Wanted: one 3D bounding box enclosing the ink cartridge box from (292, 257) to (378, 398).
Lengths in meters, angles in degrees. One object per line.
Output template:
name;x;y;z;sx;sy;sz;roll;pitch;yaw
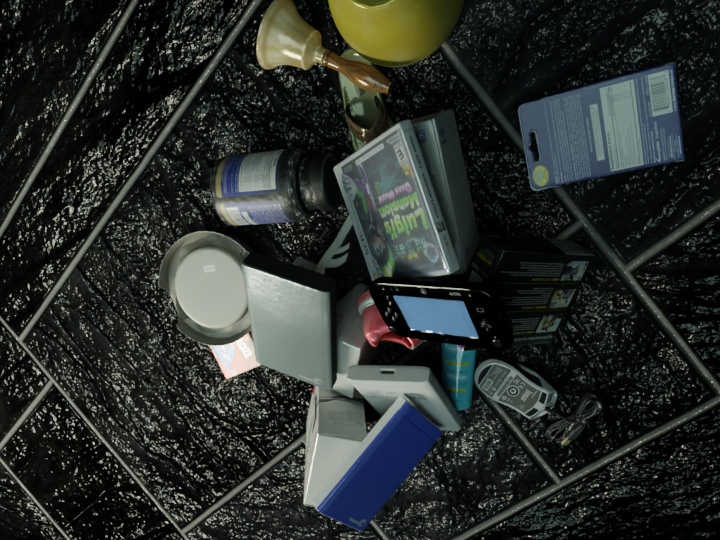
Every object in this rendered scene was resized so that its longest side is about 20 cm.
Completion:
ink cartridge box;-0.070;0.087;0.946;0.195;0.130;0.128;21;135;13

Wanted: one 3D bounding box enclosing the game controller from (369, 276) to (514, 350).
game controller;0.099;0.052;0.735;0.196;0.043;0.105;2;141;41

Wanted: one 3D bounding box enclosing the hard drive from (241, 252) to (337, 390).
hard drive;-0.099;0.079;0.841;0.135;0.033;0.205;17;133;17

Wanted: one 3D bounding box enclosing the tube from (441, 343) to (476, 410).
tube;0.161;0.122;0.938;0.075;0.050;0.208;2;104;11

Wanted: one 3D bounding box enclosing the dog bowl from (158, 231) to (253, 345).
dog bowl;-0.259;0.027;1.031;0.192;0.059;0.208;2;103;7

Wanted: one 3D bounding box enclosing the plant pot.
plant pot;0.033;-0.378;0.741;0.193;0.142;0.208;4;104;15

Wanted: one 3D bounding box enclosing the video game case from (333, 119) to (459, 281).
video game case;0.039;-0.076;0.759;0.199;0.023;0.187;-13;98;63

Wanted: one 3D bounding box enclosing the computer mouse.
computer mouse;0.275;0.195;0.921;0.196;0.044;0.111;31;120;2

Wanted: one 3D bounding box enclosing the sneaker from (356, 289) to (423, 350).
sneaker;0.092;0.079;0.863;0.192;0.089;0.075;-1;147;-6

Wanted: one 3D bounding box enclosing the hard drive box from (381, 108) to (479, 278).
hard drive box;0.106;-0.111;0.813;0.074;0.156;0.207;-9;104;22

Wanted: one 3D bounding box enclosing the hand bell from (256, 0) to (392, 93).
hand bell;-0.041;-0.303;0.825;0.196;0.104;0.107;28;116;11

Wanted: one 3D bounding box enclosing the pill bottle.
pill bottle;-0.132;-0.133;0.918;0.193;0.112;0.116;-1;108;20

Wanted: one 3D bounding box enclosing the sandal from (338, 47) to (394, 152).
sandal;0.008;-0.228;0.861;0.078;0.057;0.207;-17;99;20

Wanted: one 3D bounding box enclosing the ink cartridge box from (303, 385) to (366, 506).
ink cartridge box;-0.045;0.268;0.967;0.080;0.201;0.151;9;113;-8

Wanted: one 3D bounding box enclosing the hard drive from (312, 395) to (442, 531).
hard drive;0.031;0.298;0.876;0.201;0.132;0.025;-49;44;-3

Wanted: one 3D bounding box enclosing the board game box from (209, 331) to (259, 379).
board game box;-0.262;0.101;1.100;0.101;0.019;0.205;-22;99;24

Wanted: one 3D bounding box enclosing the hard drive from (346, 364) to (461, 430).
hard drive;0.074;0.202;0.900;0.128;0.027;0.201;-3;145;24

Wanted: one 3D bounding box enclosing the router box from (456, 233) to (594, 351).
router box;0.222;0.031;0.803;0.051;0.195;0.153;44;124;46

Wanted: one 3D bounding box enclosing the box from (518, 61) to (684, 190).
box;0.319;-0.189;0.774;0.194;0.032;0.125;-9;104;21

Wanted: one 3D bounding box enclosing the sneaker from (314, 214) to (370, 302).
sneaker;0.000;0.000;0.876;0.109;0.204;0.074;21;154;13
